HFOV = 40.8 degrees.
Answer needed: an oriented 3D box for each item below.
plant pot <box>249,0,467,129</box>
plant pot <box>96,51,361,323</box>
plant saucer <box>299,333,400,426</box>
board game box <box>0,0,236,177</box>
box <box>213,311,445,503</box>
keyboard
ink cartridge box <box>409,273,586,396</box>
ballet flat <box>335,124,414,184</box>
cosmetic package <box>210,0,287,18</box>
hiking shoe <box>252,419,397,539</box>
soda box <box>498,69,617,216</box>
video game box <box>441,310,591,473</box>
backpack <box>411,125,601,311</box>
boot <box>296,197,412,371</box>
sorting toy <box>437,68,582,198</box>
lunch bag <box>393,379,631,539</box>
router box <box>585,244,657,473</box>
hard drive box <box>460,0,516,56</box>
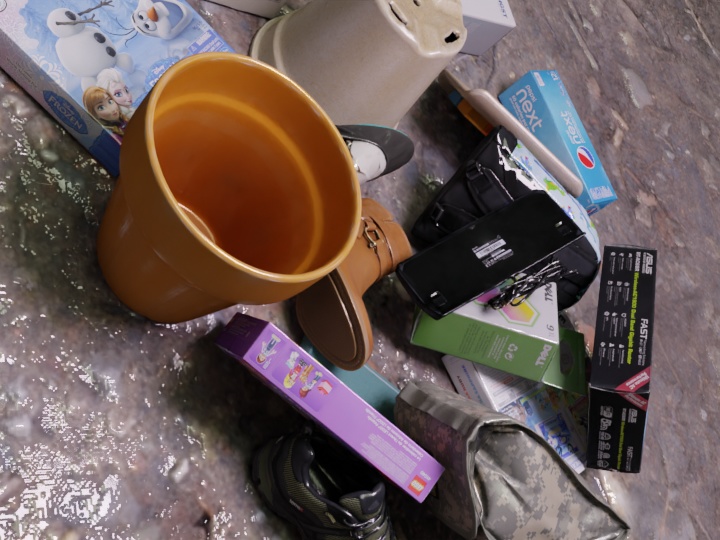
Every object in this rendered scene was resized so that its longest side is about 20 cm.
[{"bbox_3d":[0.009,-0.243,1.049,0.199,0.183,0.203,21,53,-31],"label":"plant pot"},{"bbox_3d":[-0.130,-0.047,0.815,0.198,0.183,0.203,21,53,-31],"label":"plant pot"},{"bbox_3d":[0.016,0.135,0.957,0.199,0.019,0.070,40,46,-17],"label":"plant saucer"},{"bbox_3d":[-0.243,-0.221,0.918,0.199,0.043,0.201,43,45,-11],"label":"board game box"},{"bbox_3d":[-0.031,0.115,0.843,0.200,0.137,0.039,41,79,-15],"label":"box"},{"bbox_3d":[0.138,-0.003,0.989,0.198,0.040,0.104,-28,62,-19],"label":"keyboard"},{"bbox_3d":[0.157,0.052,1.027,0.197,0.060,0.104,17,36,-2],"label":"ink cartridge box"},{"bbox_3d":[-0.035,-0.118,1.005,0.197,0.068,0.069,7,48,-17],"label":"ballet flat"},{"bbox_3d":[-0.089,-0.365,1.022,0.104,0.199,0.072,6,61,-39],"label":"cosmetic package"},{"bbox_3d":[-0.007,0.219,0.825,0.200,0.100,0.076,48,52,-6],"label":"hiking shoe"},{"bbox_3d":[0.266,-0.168,1.311,0.064,0.068,0.202,-11,74,-43],"label":"soda box"},{"bbox_3d":[0.202,0.144,1.093,0.199,0.047,0.184,-18,76,-45],"label":"video game box"},{"bbox_3d":[0.185,-0.045,1.103,0.200,0.164,0.154,41,22,4],"label":"backpack"},{"bbox_3d":[0.000,0.000,0.972,0.154,0.074,0.202,-3,62,-48],"label":"boot"},{"bbox_3d":[0.175,-0.166,1.189,0.185,0.037,0.200,40,8,-17],"label":"sorting toy"},{"bbox_3d":[0.119,0.191,0.885,0.118,0.164,0.200,-47,108,-9],"label":"lunch bag"},{"bbox_3d":[0.287,0.096,1.059,0.151,0.061,0.202,78,23,-47],"label":"router box"},{"bbox_3d":[0.095,-0.383,1.281,0.198,0.077,0.158,-1,68,-42],"label":"hard drive box"}]
